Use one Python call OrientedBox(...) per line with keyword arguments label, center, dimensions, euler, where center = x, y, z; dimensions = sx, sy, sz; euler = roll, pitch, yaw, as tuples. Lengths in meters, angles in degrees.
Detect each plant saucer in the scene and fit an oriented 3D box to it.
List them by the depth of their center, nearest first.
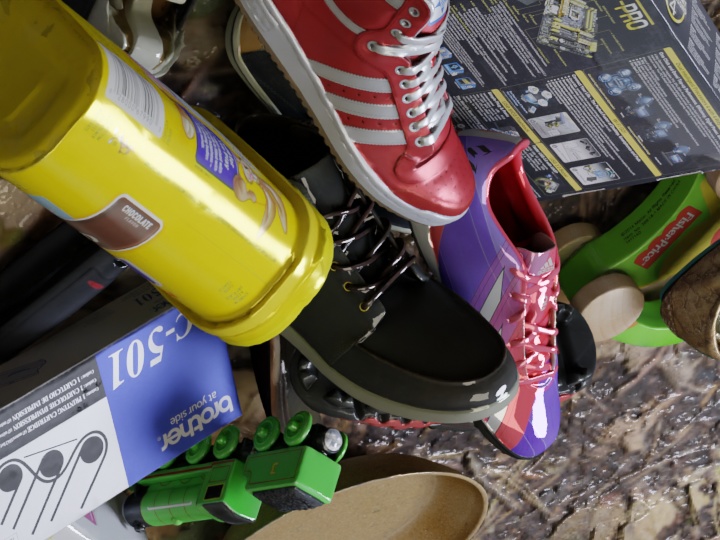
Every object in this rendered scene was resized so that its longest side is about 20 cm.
OrientedBox(label="plant saucer", center=(-0.015, 0.171, 1.541), dimensions=(0.200, 0.035, 0.200), euler=(-17, 151, -10))

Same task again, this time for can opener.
OrientedBox(label="can opener", center=(-0.152, -0.010, 1.337), dimensions=(0.200, 0.063, 0.079), euler=(-40, 132, 14))

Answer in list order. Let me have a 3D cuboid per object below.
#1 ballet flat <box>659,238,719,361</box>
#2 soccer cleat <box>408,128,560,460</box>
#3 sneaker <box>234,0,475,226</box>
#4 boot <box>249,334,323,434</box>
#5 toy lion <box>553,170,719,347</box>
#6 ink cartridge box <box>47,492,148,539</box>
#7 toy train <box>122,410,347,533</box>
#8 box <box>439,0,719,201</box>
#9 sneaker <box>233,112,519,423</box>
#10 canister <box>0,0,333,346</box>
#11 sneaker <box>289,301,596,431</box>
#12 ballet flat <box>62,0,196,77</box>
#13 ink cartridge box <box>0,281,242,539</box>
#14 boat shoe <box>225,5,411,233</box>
OrientedBox(label="ballet flat", center=(0.264, -0.021, 1.409), dimensions=(0.070, 0.065, 0.200), euler=(10, 128, -49))
OrientedBox(label="soccer cleat", center=(0.083, 0.016, 1.321), dimensions=(0.073, 0.068, 0.200), euler=(-5, 111, 38))
OrientedBox(label="sneaker", center=(0.027, -0.109, 1.199), dimensions=(0.112, 0.071, 0.200), euler=(-17, 125, 36))
OrientedBox(label="boot", center=(-0.019, 0.041, 1.428), dimensions=(0.097, 0.075, 0.200), euler=(-15, 131, -5))
OrientedBox(label="toy lion", center=(0.238, -0.025, 1.489), dimensions=(0.192, 0.069, 0.200), euler=(23, 119, -44))
OrientedBox(label="ink cartridge box", center=(-0.239, 0.166, 1.442), dimensions=(0.144, 0.085, 0.200), euler=(-36, 131, 11))
OrientedBox(label="toy train", center=(-0.080, 0.125, 1.421), dimensions=(0.042, 0.057, 0.200), euler=(32, 151, -31))
OrientedBox(label="box", center=(0.110, -0.113, 1.286), dimensions=(0.161, 0.049, 0.200), euler=(-9, 146, 29))
OrientedBox(label="sneaker", center=(0.000, 0.000, 1.269), dimensions=(0.075, 0.200, 0.106), euler=(-42, 150, -36))
OrientedBox(label="canister", center=(-0.120, -0.059, 1.163), dimensions=(0.087, 0.149, 0.200), euler=(-49, 140, 2))
OrientedBox(label="sneaker", center=(0.039, 0.063, 1.410), dimensions=(0.200, 0.071, 0.098), euler=(-5, 166, -31))
OrientedBox(label="ballet flat", center=(-0.111, -0.148, 1.231), dimensions=(0.073, 0.073, 0.200), euler=(16, 122, -32))
OrientedBox(label="ink cartridge box", center=(-0.162, 0.086, 1.359), dimensions=(0.200, 0.044, 0.094), euler=(-32, 125, -33))
OrientedBox(label="boat shoe", center=(0.003, -0.085, 1.322), dimensions=(0.200, 0.062, 0.075), euler=(47, 59, -40))
